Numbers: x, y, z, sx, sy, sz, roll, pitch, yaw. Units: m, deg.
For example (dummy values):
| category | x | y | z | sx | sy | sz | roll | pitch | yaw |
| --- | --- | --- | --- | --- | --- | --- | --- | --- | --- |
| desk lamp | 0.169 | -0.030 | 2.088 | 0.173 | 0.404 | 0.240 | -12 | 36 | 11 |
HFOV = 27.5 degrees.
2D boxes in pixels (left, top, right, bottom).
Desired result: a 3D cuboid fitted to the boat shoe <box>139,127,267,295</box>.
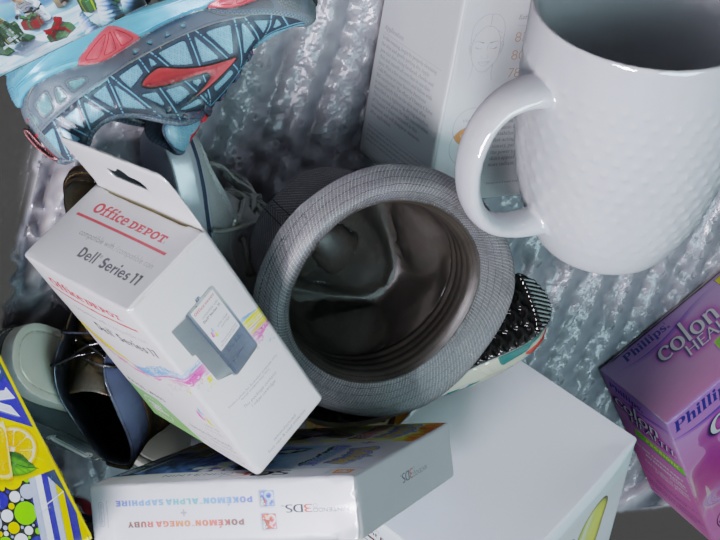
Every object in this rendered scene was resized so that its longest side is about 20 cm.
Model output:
| category | x | y | z | sx | sy | sz | roll | pitch | yaw |
| --- | --- | --- | --- | --- | --- | --- | --- | --- | --- |
| boat shoe | -0.088 | -0.028 | 1.004 | 0.086 | 0.075 | 0.202 | -26 | 131 | -18 |

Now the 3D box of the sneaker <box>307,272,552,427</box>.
| category | x | y | z | sx | sy | sz | roll | pitch | yaw |
| --- | --- | --- | --- | --- | --- | --- | --- | --- | --- |
| sneaker | 0.048 | 0.072 | 1.085 | 0.199 | 0.070 | 0.093 | -23 | 156 | -2 |

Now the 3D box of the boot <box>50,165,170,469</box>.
| category | x | y | z | sx | sy | sz | roll | pitch | yaw |
| --- | --- | --- | --- | --- | --- | --- | --- | --- | --- |
| boot | -0.159 | 0.034 | 0.957 | 0.097 | 0.075 | 0.200 | -62 | 144 | -45 |

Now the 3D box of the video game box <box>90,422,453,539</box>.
| category | x | y | z | sx | sy | sz | roll | pitch | yaw |
| --- | --- | --- | --- | --- | --- | --- | --- | --- | --- |
| video game box | -0.052 | 0.140 | 0.983 | 0.200 | 0.182 | 0.047 | -11 | 98 | -70 |

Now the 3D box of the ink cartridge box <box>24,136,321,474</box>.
| category | x | y | z | sx | sy | sz | roll | pitch | yaw |
| --- | --- | --- | --- | --- | --- | --- | --- | --- | --- |
| ink cartridge box | -0.119 | 0.022 | 0.873 | 0.067 | 0.117 | 0.200 | -48 | 132 | -19 |

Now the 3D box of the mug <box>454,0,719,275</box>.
| category | x | y | z | sx | sy | sz | roll | pitch | yaw |
| --- | --- | --- | --- | --- | --- | --- | --- | --- | --- |
| mug | 0.149 | -0.085 | 0.952 | 0.200 | 0.148 | 0.176 | -16 | 133 | -25 |

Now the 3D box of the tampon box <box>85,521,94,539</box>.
| category | x | y | z | sx | sy | sz | roll | pitch | yaw |
| --- | --- | --- | --- | --- | --- | --- | --- | --- | --- |
| tampon box | -0.222 | 0.258 | 0.943 | 0.200 | 0.150 | 0.126 | 1 | 129 | -27 |

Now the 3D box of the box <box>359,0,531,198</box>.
| category | x | y | z | sx | sy | sz | roll | pitch | yaw |
| --- | --- | --- | --- | --- | --- | --- | --- | --- | --- |
| box | 0.088 | -0.160 | 1.027 | 0.124 | 0.097 | 0.200 | -7 | 121 | -31 |

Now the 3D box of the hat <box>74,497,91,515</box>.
| category | x | y | z | sx | sy | sz | roll | pitch | yaw |
| --- | --- | --- | --- | --- | --- | --- | --- | --- | --- |
| hat | -0.151 | 0.270 | 1.183 | 0.165 | 0.176 | 0.200 | -14 | 162 | -30 |

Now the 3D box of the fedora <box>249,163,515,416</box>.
| category | x | y | z | sx | sy | sz | roll | pitch | yaw |
| --- | --- | --- | --- | --- | --- | --- | --- | --- | --- |
| fedora | 0.000 | 0.000 | 0.991 | 0.200 | 0.090 | 0.177 | 25 | 103 | -42 |

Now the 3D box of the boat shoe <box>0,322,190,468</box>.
| category | x | y | z | sx | sy | sz | roll | pitch | yaw |
| --- | --- | --- | --- | --- | --- | --- | --- | --- | --- |
| boat shoe | -0.194 | 0.093 | 1.030 | 0.062 | 0.073 | 0.200 | -14 | 149 | 28 |

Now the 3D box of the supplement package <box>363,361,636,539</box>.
| category | x | y | z | sx | sy | sz | roll | pitch | yaw |
| --- | --- | --- | --- | --- | --- | --- | --- | --- | --- |
| supplement package | 0.094 | 0.205 | 1.161 | 0.191 | 0.147 | 0.200 | -41 | 151 | -29 |

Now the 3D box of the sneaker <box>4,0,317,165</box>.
| category | x | y | z | sx | sy | sz | roll | pitch | yaw |
| --- | --- | --- | --- | --- | --- | --- | --- | --- | --- |
| sneaker | -0.115 | -0.121 | 0.910 | 0.200 | 0.079 | 0.096 | -20 | 98 | -13 |

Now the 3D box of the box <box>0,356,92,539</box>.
| category | x | y | z | sx | sy | sz | roll | pitch | yaw |
| --- | --- | --- | --- | --- | --- | --- | --- | --- | --- |
| box | -0.239 | 0.094 | 0.900 | 0.070 | 0.200 | 0.064 | -26 | 172 | -19 |

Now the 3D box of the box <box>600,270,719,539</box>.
| category | x | y | z | sx | sy | sz | roll | pitch | yaw |
| --- | --- | --- | --- | --- | --- | --- | --- | --- | --- |
| box | 0.343 | 0.122 | 1.374 | 0.176 | 0.097 | 0.200 | -37 | 131 | -9 |

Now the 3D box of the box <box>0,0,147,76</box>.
| category | x | y | z | sx | sy | sz | roll | pitch | yaw |
| --- | --- | --- | --- | --- | --- | --- | --- | --- | --- |
| box | -0.236 | -0.162 | 0.800 | 0.200 | 0.040 | 0.137 | -25 | 131 | 7 |

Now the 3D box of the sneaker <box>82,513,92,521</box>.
| category | x | y | z | sx | sy | sz | roll | pitch | yaw |
| --- | --- | --- | --- | --- | --- | --- | --- | --- | --- |
| sneaker | -0.234 | 0.162 | 1.018 | 0.129 | 0.079 | 0.199 | -6 | 121 | -33 |

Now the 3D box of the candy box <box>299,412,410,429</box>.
| category | x | y | z | sx | sy | sz | roll | pitch | yaw |
| --- | --- | --- | --- | --- | --- | --- | --- | --- | --- |
| candy box | 0.013 | 0.081 | 1.152 | 0.115 | 0.055 | 0.200 | 16 | 108 | -39 |
